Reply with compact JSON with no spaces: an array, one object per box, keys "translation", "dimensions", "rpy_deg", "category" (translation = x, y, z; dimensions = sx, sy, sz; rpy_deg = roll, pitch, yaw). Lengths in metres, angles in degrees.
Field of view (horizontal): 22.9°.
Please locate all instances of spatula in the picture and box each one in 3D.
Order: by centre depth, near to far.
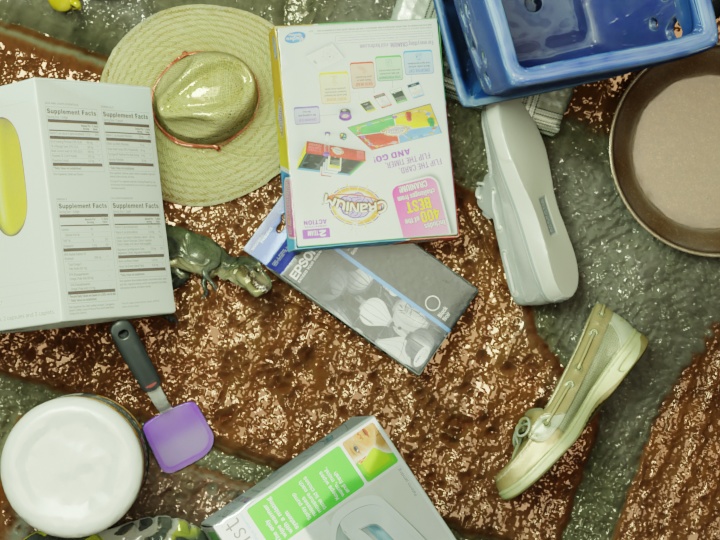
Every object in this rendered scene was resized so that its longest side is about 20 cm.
[{"translation":[-0.179,0.107,1.553],"dimensions":[0.057,0.200,0.021],"rpy_deg":[-26,49,-6],"category":"spatula"}]

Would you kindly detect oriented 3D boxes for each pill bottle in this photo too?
[{"translation":[-0.240,0.162,1.516],"dimensions":[0.116,0.200,0.116],"rpy_deg":[0,88,-5],"category":"pill bottle"}]

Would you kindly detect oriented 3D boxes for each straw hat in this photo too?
[{"translation":[-0.139,-0.157,1.595],"dimensions":[0.201,0.085,0.201],"rpy_deg":[0,88,-5],"category":"straw hat"}]

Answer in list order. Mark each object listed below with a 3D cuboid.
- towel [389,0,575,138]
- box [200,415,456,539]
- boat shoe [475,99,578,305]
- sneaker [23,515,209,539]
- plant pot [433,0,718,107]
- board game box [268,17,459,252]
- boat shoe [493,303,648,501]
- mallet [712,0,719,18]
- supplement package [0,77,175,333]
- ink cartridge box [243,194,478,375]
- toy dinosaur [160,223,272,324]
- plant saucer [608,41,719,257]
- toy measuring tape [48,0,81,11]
[{"translation":[0.132,-0.247,1.647],"dimensions":[0.192,0.035,0.200],"rpy_deg":[22,86,-4],"category":"towel"},{"translation":[-0.014,0.259,1.576],"dimensions":[0.176,0.097,0.200],"rpy_deg":[-33,91,-15],"category":"box"},{"translation":[0.140,-0.064,1.627],"dimensions":[0.068,0.072,0.200],"rpy_deg":[-16,97,34],"category":"boat shoe"},{"translation":[-0.219,0.265,1.583],"dimensions":[0.200,0.085,0.075],"rpy_deg":[7,61,-24],"category":"sneaker"},{"translation":[0.165,-0.250,1.538],"dimensions":[0.200,0.180,0.200],"rpy_deg":[-13,86,-16],"category":"plant pot"},{"translation":[0.002,-0.121,1.588],"dimensions":[0.153,0.040,0.200],"rpy_deg":[-4,87,-12],"category":"board game box"},{"translation":[0.181,0.122,1.620],"dimensions":[0.063,0.073,0.201],"rpy_deg":[40,82,5],"category":"boat shoe"},{"translation":[0.286,-0.327,1.665],"dimensions":[0.066,0.041,0.200],"rpy_deg":[-41,88,-4],"category":"mallet"},{"translation":[-0.272,-0.051,1.519],"dimensions":[0.152,0.151,0.200],"rpy_deg":[-8,88,33],"category":"supplement package"},{"translation":[0.000,0.000,1.625],"dimensions":[0.200,0.039,0.099],"rpy_deg":[35,86,-2],"category":"ink cartridge box"},{"translation":[-0.180,-0.009,1.609],"dimensions":[0.200,0.047,0.088],"rpy_deg":[29,82,2],"category":"toy dinosaur"},{"translation":[0.327,-0.112,1.658],"dimensions":[0.200,0.037,0.201],"rpy_deg":[0,88,-5],"category":"plant saucer"},{"translation":[-0.212,-0.312,1.605],"dimensions":[0.074,0.074,0.200],"rpy_deg":[35,86,-3],"category":"toy measuring tape"}]
